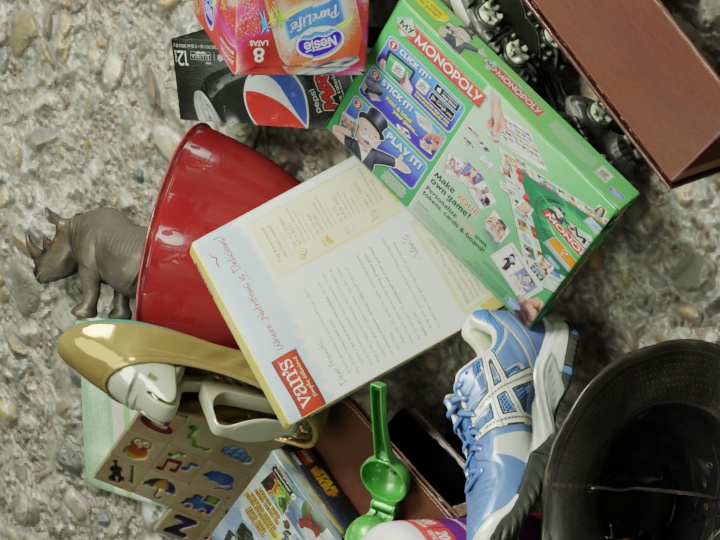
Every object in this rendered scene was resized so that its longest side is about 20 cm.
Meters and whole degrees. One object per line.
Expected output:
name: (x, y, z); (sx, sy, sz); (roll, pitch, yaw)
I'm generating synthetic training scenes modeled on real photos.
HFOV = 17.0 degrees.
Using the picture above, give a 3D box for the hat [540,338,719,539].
hat: (0.195, 0.138, 1.588); (0.081, 0.199, 0.202); (-140, 44, -72)

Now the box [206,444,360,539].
box: (-0.027, 0.243, 1.726); (0.200, 0.040, 0.137); (54, 130, 20)

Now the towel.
towel: (-0.154, 0.125, 1.945); (0.199, 0.023, 0.154); (12, 111, 38)

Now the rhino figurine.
rhino figurine: (-0.197, -0.004, 1.918); (0.199, 0.060, 0.088); (18, 100, 38)

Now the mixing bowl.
mixing bowl: (-0.085, 0.000, 1.757); (0.107, 0.200, 0.202); (11, 112, 11)

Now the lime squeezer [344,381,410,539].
lime squeezer: (0.007, 0.170, 1.650); (0.037, 0.071, 0.202); (15, 102, 8)

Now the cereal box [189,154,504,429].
cereal box: (0.000, 0.000, 1.666); (0.145, 0.199, 0.040); (61, 170, 4)

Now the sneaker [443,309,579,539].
sneaker: (0.089, 0.109, 1.597); (0.076, 0.201, 0.076); (19, 137, -4)

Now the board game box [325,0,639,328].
board game box: (0.077, -0.074, 1.595); (0.200, 0.029, 0.135); (45, 136, 11)

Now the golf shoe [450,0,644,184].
golf shoe: (0.104, -0.121, 1.616); (0.088, 0.077, 0.201); (-38, 77, 46)

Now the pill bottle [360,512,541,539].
pill bottle: (0.096, 0.222, 1.630); (0.112, 0.199, 0.114); (1, 92, 61)

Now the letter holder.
letter holder: (0.015, 0.189, 1.769); (0.142, 0.100, 0.201); (45, 127, 24)

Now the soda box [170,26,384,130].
soda box: (-0.042, -0.141, 1.735); (0.199, 0.071, 0.064); (6, 110, 39)

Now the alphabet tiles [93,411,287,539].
alphabet tiles: (-0.093, 0.161, 1.817); (0.199, 0.008, 0.167); (23, 133, -18)

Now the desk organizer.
desk organizer: (0.179, -0.158, 1.542); (0.201, 0.071, 0.077); (54, 128, 14)

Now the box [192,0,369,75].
box: (-0.057, -0.204, 1.648); (0.200, 0.095, 0.101); (-122, 32, -68)

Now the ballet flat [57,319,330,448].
ballet flat: (-0.114, 0.081, 1.674); (0.069, 0.198, 0.063); (115, 161, -46)
